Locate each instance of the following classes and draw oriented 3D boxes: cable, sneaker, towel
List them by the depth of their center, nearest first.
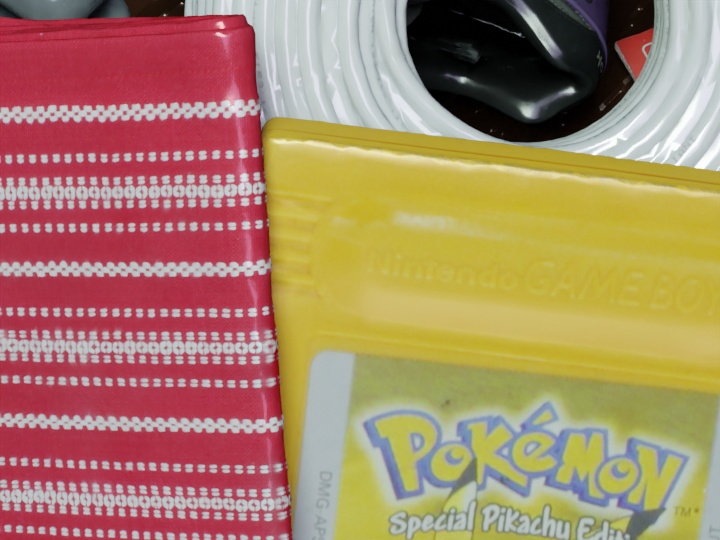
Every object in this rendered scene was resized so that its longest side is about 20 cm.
[{"bbox_3d":[-0.086,0.026,0.851,0.144,0.022,0.201,0,99,25],"label":"towel"},{"bbox_3d":[0.047,-0.075,0.885,0.199,0.069,0.200,-27,98,2],"label":"cable"},{"bbox_3d":[-0.012,-0.104,0.947,0.199,0.076,0.088,14,41,-11],"label":"sneaker"}]

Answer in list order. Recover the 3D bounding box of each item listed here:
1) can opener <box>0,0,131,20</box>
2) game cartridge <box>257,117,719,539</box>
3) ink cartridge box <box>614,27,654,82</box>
[{"bbox_3d":[-0.144,-0.132,0.944,0.066,0.053,0.200,-44,62,-13],"label":"can opener"},{"bbox_3d":[0.046,0.064,0.861,0.176,0.032,0.201,6,109,-2],"label":"game cartridge"},{"bbox_3d":[0.204,-0.052,0.958,0.199,0.045,0.177,-22,60,-7],"label":"ink cartridge box"}]
